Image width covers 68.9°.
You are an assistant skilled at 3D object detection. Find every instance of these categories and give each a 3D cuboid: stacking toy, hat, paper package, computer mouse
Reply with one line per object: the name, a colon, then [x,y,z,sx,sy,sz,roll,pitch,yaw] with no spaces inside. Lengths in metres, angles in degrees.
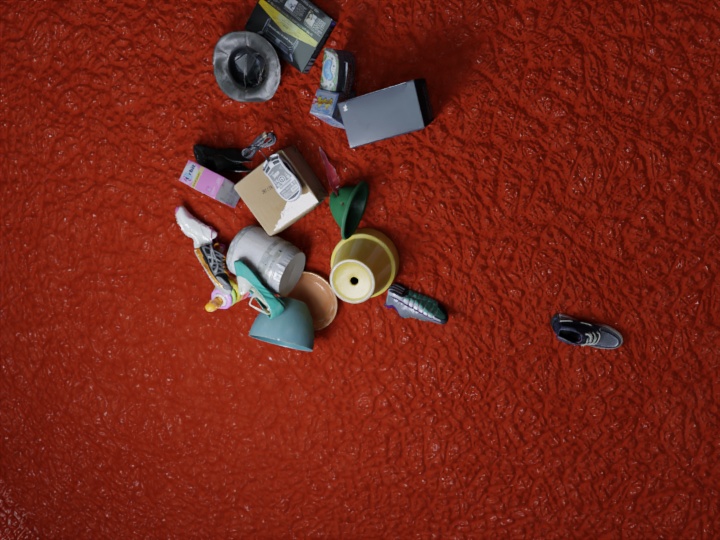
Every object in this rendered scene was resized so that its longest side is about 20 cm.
stacking toy: [-0.419,0.075,1.629,0.115,0.200,0.111,2,116,16]
hat: [-0.299,-0.559,1.433,0.199,0.081,0.202,7,122,11]
paper package: [-0.229,-0.230,1.525,0.199,0.104,0.191,-32,99,22]
hat: [-0.084,-0.203,1.480,0.175,0.201,0.166,21,140,13]
computer mouse: [-0.228,-0.275,1.431,0.109,0.044,0.201,-35,92,18]

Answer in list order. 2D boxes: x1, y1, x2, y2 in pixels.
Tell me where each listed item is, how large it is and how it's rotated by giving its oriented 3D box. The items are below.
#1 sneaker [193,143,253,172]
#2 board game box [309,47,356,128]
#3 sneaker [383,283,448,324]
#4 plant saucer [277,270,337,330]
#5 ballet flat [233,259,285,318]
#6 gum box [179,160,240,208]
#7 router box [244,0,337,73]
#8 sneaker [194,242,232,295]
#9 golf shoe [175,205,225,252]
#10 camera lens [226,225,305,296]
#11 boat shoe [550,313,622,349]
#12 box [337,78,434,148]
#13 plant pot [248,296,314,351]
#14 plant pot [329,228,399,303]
sneaker: [-0.409,-0.333,1.553,0.199,0.104,0.060,35,134,40]
board game box: [-0.063,-0.457,1.344,0.061,0.200,0.202,14,113,10]
sneaker: [0.166,0.118,1.576,0.199,0.074,0.088,29,128,13]
plant saucer: [-0.164,0.093,1.662,0.198,0.037,0.202,5,112,13]
ballet flat: [-0.299,0.059,1.480,0.200,0.070,0.067,47,148,-10]
gum box: [-0.426,-0.246,1.524,0.113,0.200,0.067,26,90,4]
router box: [-0.185,-0.649,1.386,0.200,0.052,0.158,38,114,-1]
sneaker: [-0.431,-0.011,1.584,0.077,0.078,0.200,-30,63,-15]
golf shoe: [-0.504,-0.126,1.660,0.091,0.075,0.201,-27,108,11]
camera lens: [-0.285,-0.031,1.568,0.199,0.160,0.161,26,114,15]
boat shoe: [0.631,0.186,1.456,0.198,0.093,0.075,15,113,9]
box: [0.070,-0.401,1.330,0.195,0.200,0.118,-11,107,19]
plant pot: [-0.225,0.156,1.597,0.198,0.200,0.136,11,75,11]
plant pot: [0.000,0.000,1.502,0.199,0.189,0.202,5,111,12]
